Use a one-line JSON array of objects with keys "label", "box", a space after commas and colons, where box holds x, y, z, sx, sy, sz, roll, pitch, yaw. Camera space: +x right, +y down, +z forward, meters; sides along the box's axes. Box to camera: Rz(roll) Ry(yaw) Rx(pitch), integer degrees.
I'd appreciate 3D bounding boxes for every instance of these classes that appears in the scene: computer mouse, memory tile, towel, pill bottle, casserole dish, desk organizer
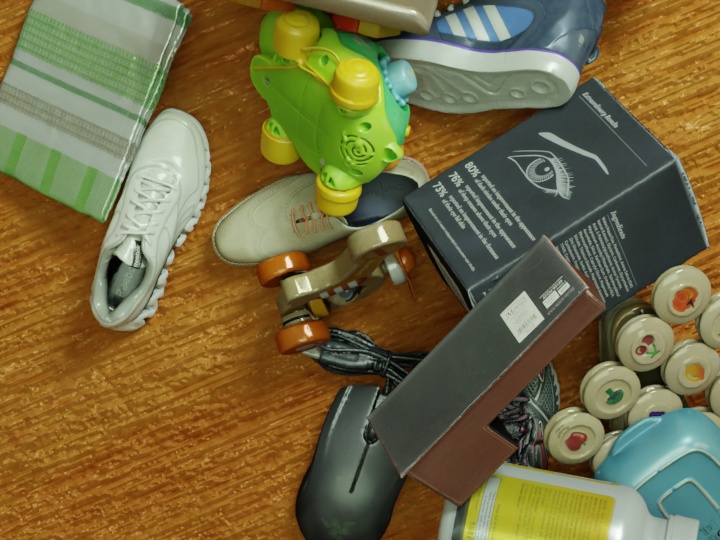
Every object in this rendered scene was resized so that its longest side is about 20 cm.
[{"label": "computer mouse", "box": [-0.004, 0.159, 1.400, 0.137, 0.053, 0.202, 15, 95, 0]}, {"label": "memory tile", "box": [0.259, 0.100, 1.328, 0.152, 0.017, 0.201, 27, 108, -24]}, {"label": "towel", "box": [-0.239, -0.160, 1.385, 0.148, 0.031, 0.202, 26, 98, 21]}, {"label": "pill bottle", "box": [0.166, 0.221, 1.282, 0.198, 0.112, 0.113, 10, 95, 14]}, {"label": "casserole dish", "box": [0.282, 0.204, 1.357, 0.121, 0.039, 0.200, -37, 120, 8]}, {"label": "desk organizer", "box": [0.107, 0.080, 1.228, 0.200, 0.072, 0.077, -46, 131, 10]}]

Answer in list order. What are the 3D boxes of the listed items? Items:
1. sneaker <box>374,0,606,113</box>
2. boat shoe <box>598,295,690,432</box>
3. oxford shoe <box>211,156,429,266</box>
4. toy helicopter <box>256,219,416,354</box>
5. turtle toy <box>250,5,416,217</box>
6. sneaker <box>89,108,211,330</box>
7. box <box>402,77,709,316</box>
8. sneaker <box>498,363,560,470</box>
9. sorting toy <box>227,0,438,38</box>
[{"label": "sneaker", "box": [0.112, -0.215, 1.366, 0.198, 0.081, 0.148, 6, 61, 28]}, {"label": "boat shoe", "box": [0.242, 0.112, 1.382, 0.071, 0.065, 0.202, -15, 112, -6]}, {"label": "oxford shoe", "box": [-0.037, -0.054, 1.374, 0.198, 0.074, 0.071, -21, 93, 4]}, {"label": "toy helicopter", "box": [0.000, 0.000, 1.322, 0.131, 0.200, 0.080, -12, 77, -21]}, {"label": "turtle toy", "box": [-0.025, -0.152, 1.326, 0.100, 0.147, 0.200, -24, 54, -33]}, {"label": "sneaker", "box": [-0.183, -0.041, 1.379, 0.074, 0.081, 0.202, 18, 94, 3]}, {"label": "box", "box": [0.158, -0.040, 1.308, 0.199, 0.148, 0.105, -31, 129, -1]}, {"label": "sneaker", "box": [0.136, 0.156, 1.383, 0.080, 0.075, 0.203, -1, 94, 2]}, {"label": "sorting toy", "box": [-0.029, -0.229, 1.299, 0.183, 0.200, 0.037, 14, 109, 1]}]
